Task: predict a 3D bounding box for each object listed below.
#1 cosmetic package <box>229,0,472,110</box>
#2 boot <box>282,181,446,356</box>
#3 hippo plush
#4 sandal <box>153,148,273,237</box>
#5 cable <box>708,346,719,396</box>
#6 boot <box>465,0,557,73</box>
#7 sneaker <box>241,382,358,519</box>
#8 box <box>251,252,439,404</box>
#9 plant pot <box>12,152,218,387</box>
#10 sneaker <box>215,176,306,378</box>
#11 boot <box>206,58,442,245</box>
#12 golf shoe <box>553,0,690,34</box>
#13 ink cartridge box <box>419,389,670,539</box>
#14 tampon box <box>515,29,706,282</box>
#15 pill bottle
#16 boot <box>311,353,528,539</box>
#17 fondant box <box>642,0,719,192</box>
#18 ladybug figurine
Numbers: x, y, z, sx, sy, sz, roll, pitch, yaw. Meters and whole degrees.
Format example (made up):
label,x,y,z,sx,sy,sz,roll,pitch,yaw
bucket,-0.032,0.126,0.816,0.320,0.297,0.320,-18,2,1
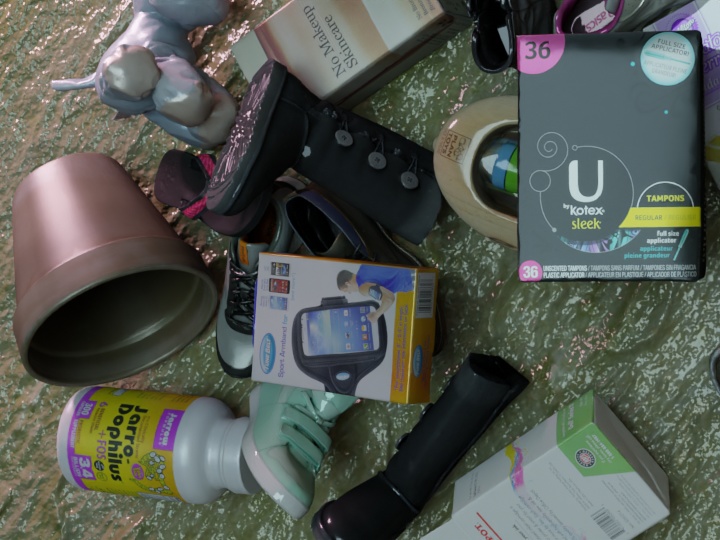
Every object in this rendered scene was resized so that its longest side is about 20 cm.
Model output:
label,x,y,z,sx,sy,sz,roll,pitch,yaw
cosmetic package,-0.008,-0.221,1.651,0.200,0.087,0.104,-35,79,21
boot,0.000,0.000,1.642,0.075,0.097,0.201,-41,74,34
hippo plush,-0.175,-0.219,1.720,0.200,0.159,0.162,7,72,64
sandal,-0.152,-0.079,1.695,0.200,0.045,0.076,15,88,51
cable,0.341,0.139,1.523,0.097,0.050,0.201,3,91,25
boot,0.129,-0.272,1.564,0.069,0.132,0.201,-14,85,24
sneaker,-0.044,0.136,1.631,0.118,0.201,0.074,-37,116,15
box,-0.025,0.049,1.585,0.199,0.041,0.120,5,93,33
plant pot,-0.260,-0.011,1.730,0.200,0.200,0.174,-37,60,20
sneaker,-0.105,0.006,1.705,0.074,0.079,0.201,17,99,21
boot,-0.025,-0.076,1.585,0.066,0.199,0.165,-28,36,54
golf shoe,0.246,-0.255,1.536,0.200,0.091,0.075,-45,73,17
ink cartridge box,0.161,0.211,1.574,0.200,0.067,0.117,-36,106,20
tampon box,0.209,-0.091,1.461,0.149,0.126,0.201,-1,91,12
pill bottle,-0.189,0.172,1.732,0.199,0.104,0.105,3,92,24
boot,0.055,0.166,1.584,0.066,0.165,0.200,44,108,8
fondant box,0.349,-0.150,1.510,0.144,0.058,0.201,-28,79,22
ladybug figurine,0.158,-0.085,1.588,0.199,0.072,0.136,24,100,21
